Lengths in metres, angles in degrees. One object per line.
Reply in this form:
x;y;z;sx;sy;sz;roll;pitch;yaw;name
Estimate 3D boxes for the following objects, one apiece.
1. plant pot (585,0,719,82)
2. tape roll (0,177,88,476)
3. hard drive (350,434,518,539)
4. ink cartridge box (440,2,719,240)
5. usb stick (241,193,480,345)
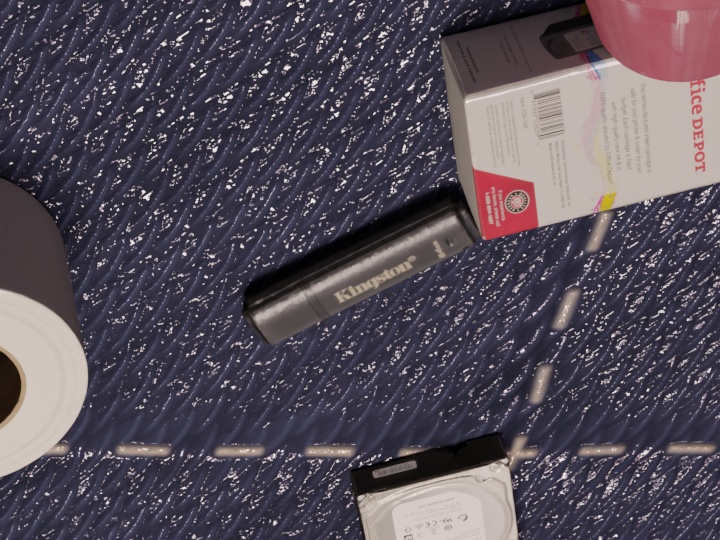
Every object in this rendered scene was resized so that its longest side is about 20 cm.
0.225;-0.235;1.656;0.199;0.201;0.179;-16;148;-3;plant pot
-0.310;0.044;1.762;0.201;0.140;0.203;-8;133;-9;tape roll
0.072;0.241;2.114;0.139;0.038;0.201;-13;133;-4;hard drive
0.170;-0.122;1.795;0.199;0.086;0.148;-15;132;-6;ink cartridge box
0.000;0.000;1.886;0.199;0.033;0.056;-27;131;7;usb stick
